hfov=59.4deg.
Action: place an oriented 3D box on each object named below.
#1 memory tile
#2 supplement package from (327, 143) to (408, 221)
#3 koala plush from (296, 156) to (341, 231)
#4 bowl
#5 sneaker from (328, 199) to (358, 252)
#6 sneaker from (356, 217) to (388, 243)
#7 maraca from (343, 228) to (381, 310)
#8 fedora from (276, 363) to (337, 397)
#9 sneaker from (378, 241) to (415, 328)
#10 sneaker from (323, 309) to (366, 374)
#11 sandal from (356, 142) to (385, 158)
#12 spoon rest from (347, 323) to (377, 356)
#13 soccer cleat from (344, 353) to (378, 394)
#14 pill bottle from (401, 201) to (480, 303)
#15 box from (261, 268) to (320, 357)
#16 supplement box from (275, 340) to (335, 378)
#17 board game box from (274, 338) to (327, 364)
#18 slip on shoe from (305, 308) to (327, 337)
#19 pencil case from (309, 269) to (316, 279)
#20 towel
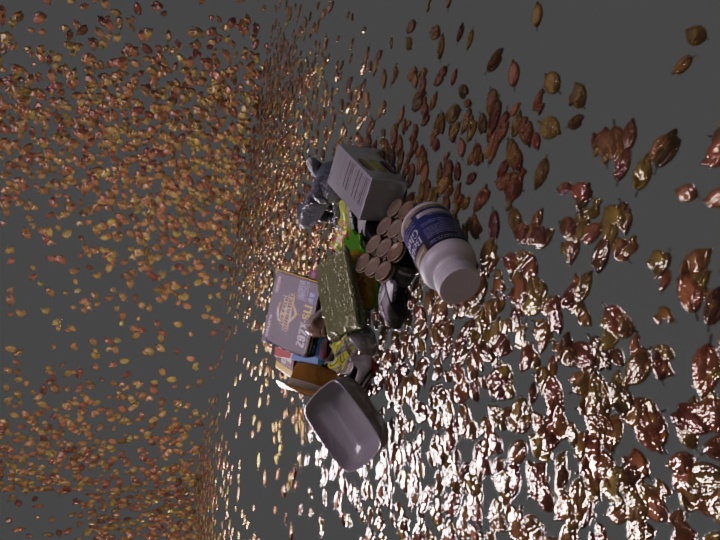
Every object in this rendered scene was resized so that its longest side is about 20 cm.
[{"bbox_3d":[0.070,-0.070,1.429,0.202,0.017,0.152,-59,29,-7],"label":"memory tile"},{"bbox_3d":[0.015,-0.218,1.565,0.201,0.112,0.111,51,131,46],"label":"supplement package"},{"bbox_3d":[-0.080,-0.235,1.775,0.186,0.173,0.203,111,166,-46],"label":"koala plush"},{"bbox_3d":[-0.025,0.355,1.486,0.201,0.074,0.200,53,133,12],"label":"bowl"},{"bbox_3d":[-0.046,-0.086,1.668,0.078,0.088,0.205,-17,-80,-79],"label":"sneaker"},{"bbox_3d":[0.034,-0.098,1.590,0.201,0.072,0.090,-111,23,-57],"label":"sneaker"},{"bbox_3d":[0.000,0.000,1.557,0.137,0.105,0.204,-40,63,54],"label":"maraca"},{"bbox_3d":[-0.127,0.300,1.706,0.200,0.197,0.084,-15,56,66],"label":"fedora"},{"bbox_3d":[0.085,0.026,1.414,0.090,0.065,0.205,149,127,-66],"label":"sneaker"},{"bbox_3d":[-0.039,0.184,1.662,0.076,0.075,0.204,-126,50,-62],"label":"sneaker"},{"bbox_3d":[0.010,-0.307,1.717,0.200,0.053,0.082,-142,61,-64],"label":"sandal"},{"bbox_3d":[-0.013,0.132,1.576,0.060,0.098,0.202,-41,47,23],"label":"spoon rest"},{"bbox_3d":[-0.012,0.301,1.547,0.068,0.083,0.205,-149,68,-66],"label":"soccer cleat"},{"bbox_3d":[0.154,-0.033,1.198,0.202,0.109,0.113,-112,36,-50],"label":"pill bottle"},{"bbox_3d":[-0.174,0.113,1.691,0.157,0.049,0.205,16,94,29],"label":"box"},{"bbox_3d":[-0.158,0.206,1.877,0.197,0.130,0.205,-175,92,-68],"label":"supplement box"},{"bbox_3d":[-0.156,0.144,1.729,0.150,0.040,0.205,5,88,30],"label":"board game box"},{"bbox_3d":[-0.064,0.112,1.657,0.060,0.199,0.078,14,122,30],"label":"slip on shoe"},{"bbox_3d":[-0.088,0.047,1.824,0.200,0.085,0.084,33,145,66],"label":"pencil case"},{"bbox_3d":[-0.049,0.057,1.509,0.148,0.036,0.205,-31,65,50],"label":"towel"}]
